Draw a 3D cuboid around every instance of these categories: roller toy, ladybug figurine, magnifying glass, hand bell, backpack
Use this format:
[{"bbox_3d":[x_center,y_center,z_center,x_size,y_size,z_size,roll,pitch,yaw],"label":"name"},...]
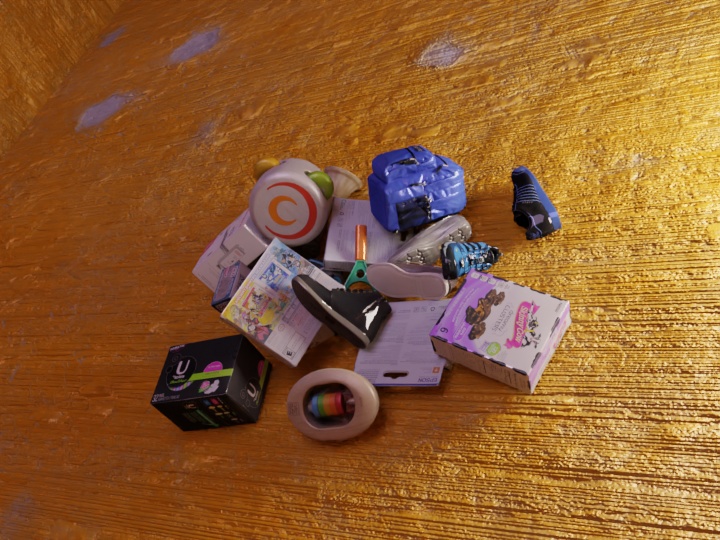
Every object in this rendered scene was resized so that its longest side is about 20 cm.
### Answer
[{"bbox_3d":[-0.161,-0.161,1.745,0.198,0.184,0.140,9,26,3],"label":"roller toy"},{"bbox_3d":[-0.049,0.252,1.421,0.199,0.072,0.137,-8,87,27],"label":"ladybug figurine"},{"bbox_3d":[0.000,0.000,1.618,0.079,0.022,0.202,0,74,3],"label":"magnifying glass"},{"bbox_3d":[-0.079,-0.144,1.846,0.104,0.104,0.201,9,70,38],"label":"hand bell"},{"bbox_3d":[0.130,-0.185,1.642,0.199,0.169,0.163,-12,30,-11],"label":"backpack"}]

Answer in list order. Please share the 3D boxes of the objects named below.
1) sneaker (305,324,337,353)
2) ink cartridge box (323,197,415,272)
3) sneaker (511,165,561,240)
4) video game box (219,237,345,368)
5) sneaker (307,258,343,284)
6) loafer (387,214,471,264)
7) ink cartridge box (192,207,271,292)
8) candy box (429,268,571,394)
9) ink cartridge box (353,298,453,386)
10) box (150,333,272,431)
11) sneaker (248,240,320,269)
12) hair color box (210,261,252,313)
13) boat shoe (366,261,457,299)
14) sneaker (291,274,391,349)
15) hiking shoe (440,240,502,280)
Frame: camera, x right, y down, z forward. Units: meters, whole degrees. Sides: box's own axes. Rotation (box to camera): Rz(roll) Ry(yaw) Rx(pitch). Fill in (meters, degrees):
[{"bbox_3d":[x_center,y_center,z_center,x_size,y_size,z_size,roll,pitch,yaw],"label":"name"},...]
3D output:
[{"bbox_3d":[-0.135,0.086,1.606,0.115,0.075,0.200,-36,65,-18],"label":"sneaker"},{"bbox_3d":[0.025,-0.078,1.709,0.198,0.043,0.197,5,50,3],"label":"ink cartridge box"},{"bbox_3d":[0.343,-0.142,1.561,0.077,0.070,0.201,-23,43,3],"label":"sneaker"},{"bbox_3d":[-0.157,0.066,1.525,0.201,0.182,0.047,-57,9,-21],"label":"video game box"},{"bbox_3d":[-0.131,0.018,1.726,0.198,0.074,0.082,-8,42,13],"label":"sneaker"},{"bbox_3d":[0.144,-0.055,1.615,0.199,0.070,0.070,-28,35,-4],"label":"loafer"},{"bbox_3d":[-0.300,-0.060,1.826,0.200,0.083,0.147,-38,19,25],"label":"ink cartridge box"},{"bbox_3d":[0.253,0.105,1.356,0.199,0.072,0.168,20,61,31],"label":"candy box"},{"bbox_3d":[0.091,0.149,1.471,0.198,0.041,0.201,-4,50,30],"label":"ink cartridge box"},{"bbox_3d":[-0.312,0.239,1.587,0.199,0.125,0.149,-12,46,25],"label":"box"},{"bbox_3d":[-0.189,-0.048,1.819,0.199,0.071,0.076,-17,43,18],"label":"sneaker"},{"bbox_3d":[-0.223,0.084,1.613,0.060,0.200,0.100,-20,41,31],"label":"hair color box"},{"bbox_3d":[0.104,0.016,1.542,0.199,0.072,0.059,7,22,37],"label":"boat shoe"},{"bbox_3d":[-0.039,0.057,1.503,0.106,0.200,0.075,-50,1,-27],"label":"sneaker"},{"bbox_3d":[0.214,-0.028,1.467,0.086,0.075,0.200,-8,7,25],"label":"hiking shoe"}]
